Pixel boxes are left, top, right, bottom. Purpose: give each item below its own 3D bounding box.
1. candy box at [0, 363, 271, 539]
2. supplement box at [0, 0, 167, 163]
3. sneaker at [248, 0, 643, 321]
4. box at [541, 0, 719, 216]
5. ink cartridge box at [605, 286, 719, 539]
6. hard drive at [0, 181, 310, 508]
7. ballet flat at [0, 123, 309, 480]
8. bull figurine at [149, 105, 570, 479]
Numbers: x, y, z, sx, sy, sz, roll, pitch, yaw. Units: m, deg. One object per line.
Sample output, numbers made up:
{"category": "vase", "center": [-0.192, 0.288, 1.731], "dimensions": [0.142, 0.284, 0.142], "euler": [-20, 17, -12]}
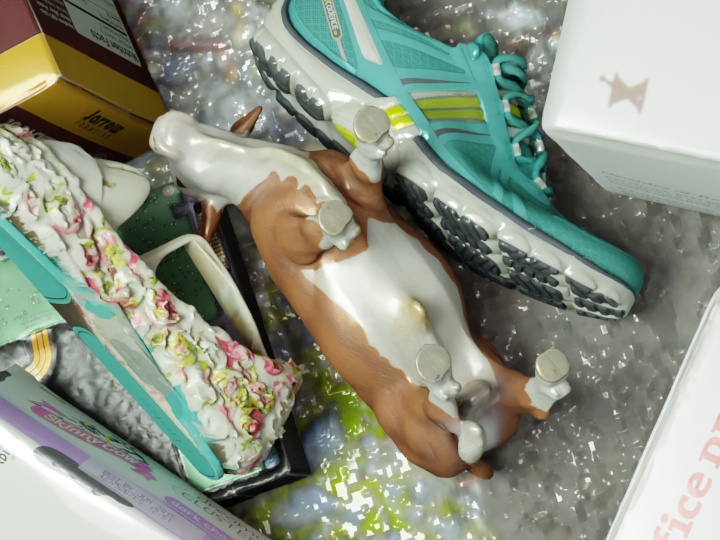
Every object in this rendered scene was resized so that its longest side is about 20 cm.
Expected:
{"category": "candy box", "center": [-0.133, 0.168, 0.898], "dimensions": [0.168, 0.072, 0.200], "euler": [33, 102, 6]}
{"category": "supplement box", "center": [-0.222, -0.110, 0.950], "dimensions": [0.197, 0.133, 0.200], "euler": [-28, 77, 11]}
{"category": "sneaker", "center": [0.043, -0.057, 0.907], "dimensions": [0.200, 0.078, 0.080], "euler": [43, 84, 14]}
{"category": "box", "center": [0.192, -0.114, 0.820], "dimensions": [0.200, 0.171, 0.199], "euler": [13, 87, 16]}
{"category": "ink cartridge box", "center": [0.205, 0.108, 0.835], "dimensions": [0.200, 0.086, 0.147], "euler": [24, 90, 18]}
{"category": "hard drive", "center": [-0.135, 0.056, 0.957], "dimensions": [0.200, 0.038, 0.140], "euler": [-22, 79, 12]}
{"category": "ballet flat", "center": [-0.095, -0.002, 0.870], "dimensions": [0.064, 0.076, 0.200], "euler": [-46, 114, -14]}
{"category": "bull figurine", "center": [0.000, 0.000, 0.882], "dimensions": [0.065, 0.121, 0.200], "euler": [-42, 93, -17]}
